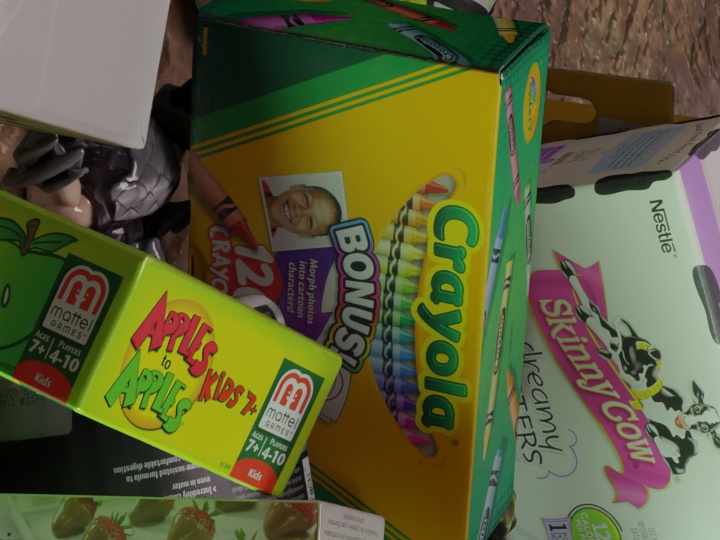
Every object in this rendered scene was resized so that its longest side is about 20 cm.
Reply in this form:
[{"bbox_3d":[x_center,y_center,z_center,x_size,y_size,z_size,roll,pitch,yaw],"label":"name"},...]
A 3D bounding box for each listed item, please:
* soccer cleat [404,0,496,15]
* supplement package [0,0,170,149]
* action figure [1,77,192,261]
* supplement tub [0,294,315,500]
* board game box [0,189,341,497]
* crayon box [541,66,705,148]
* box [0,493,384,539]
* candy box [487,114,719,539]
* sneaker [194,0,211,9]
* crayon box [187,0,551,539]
[{"bbox_3d":[0.032,-0.123,1.280,0.200,0.067,0.081,-55,139,-42],"label":"soccer cleat"},{"bbox_3d":[-0.124,-0.150,0.893,0.156,0.110,0.201,13,87,-74],"label":"supplement package"},{"bbox_3d":[-0.092,-0.076,1.049,0.130,0.069,0.201,-38,121,-71],"label":"action figure"},{"bbox_3d":[-0.070,0.115,0.988,0.122,0.122,0.201,-13,95,-59],"label":"supplement tub"},{"bbox_3d":[-0.113,0.001,0.866,0.101,0.199,0.048,31,83,-53],"label":"board game box"},{"bbox_3d":[0.084,0.000,1.221,0.052,0.125,0.201,-41,134,-54],"label":"crayon box"},{"bbox_3d":[-0.086,0.090,0.890,0.041,0.199,0.039,23,70,-56],"label":"box"},{"bbox_3d":[0.072,0.039,1.168,0.072,0.199,0.169,-38,115,-55],"label":"candy box"},{"bbox_3d":[-0.053,-0.172,1.101,0.099,0.075,0.201,-28,137,-42],"label":"sneaker"},{"bbox_3d":[0.000,0.000,1.071,0.058,0.118,0.201,-45,143,-59],"label":"crayon box"}]
